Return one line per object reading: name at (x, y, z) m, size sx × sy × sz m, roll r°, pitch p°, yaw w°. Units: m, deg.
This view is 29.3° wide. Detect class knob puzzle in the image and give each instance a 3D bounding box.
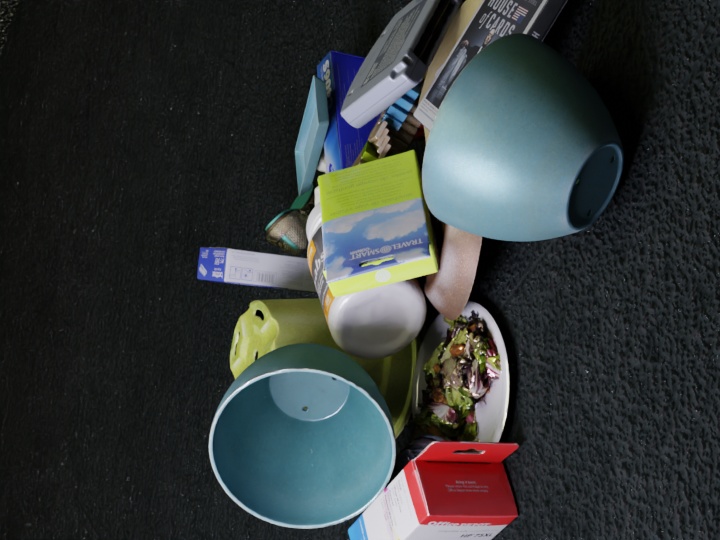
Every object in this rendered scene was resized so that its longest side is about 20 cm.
knob puzzle at (0.135, -0.237, 1.550) m, size 0.220 × 0.030 × 0.222 m, roll -43°, pitch 33°, yaw 37°

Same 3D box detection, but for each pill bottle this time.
pill bottle at (0.000, 0.000, 1.603) m, size 0.201 × 0.115 × 0.117 m, roll -112°, pitch 39°, yaw -52°

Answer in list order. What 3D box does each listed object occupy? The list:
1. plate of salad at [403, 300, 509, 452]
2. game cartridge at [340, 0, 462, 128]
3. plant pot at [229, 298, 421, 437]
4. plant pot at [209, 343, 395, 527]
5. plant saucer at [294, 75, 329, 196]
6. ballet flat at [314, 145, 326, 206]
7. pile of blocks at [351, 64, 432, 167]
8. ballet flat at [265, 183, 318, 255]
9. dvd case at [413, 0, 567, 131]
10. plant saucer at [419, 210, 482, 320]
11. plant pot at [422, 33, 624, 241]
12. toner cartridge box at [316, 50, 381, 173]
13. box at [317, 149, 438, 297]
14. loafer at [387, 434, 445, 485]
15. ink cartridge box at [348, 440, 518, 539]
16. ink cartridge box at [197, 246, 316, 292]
plate of salad at (0.101, 0.133, 1.527) m, size 0.200 × 0.047 × 0.203 m, roll -25°, pitch 62°, yaw 59°
game cartridge at (0.048, -0.256, 1.618) m, size 0.133 × 0.041 × 0.201 m, roll -37°, pitch 21°, yaw 48°
plant pot at (-0.053, 0.110, 1.677) m, size 0.200 × 0.182 × 0.203 m, roll -25°, pitch 62°, yaw 58°
plant pot at (-0.060, 0.159, 1.513) m, size 0.135 × 0.198 × 0.202 m, roll -87°, pitch 17°, yaw -62°
plant saucer at (-0.063, -0.169, 1.763) m, size 0.200 × 0.019 × 0.071 m, roll 114°, pitch 153°, yaw -65°
ballet flat at (-0.029, -0.118, 1.811) m, size 0.072 × 0.071 × 0.203 m, roll -29°, pitch 58°, yaw 56°
pile of blocks at (0.050, -0.164, 1.632) m, size 0.202 × 0.062 × 0.082 m, roll -61°, pitch 8°, yaw -3°
ballet flat at (-0.074, -0.059, 1.849) m, size 0.068 × 0.075 × 0.200 m, roll -44°, pitch 4°, yaw 19°
dvd case at (0.137, -0.227, 1.469) m, size 0.201 × 0.025 × 0.150 m, roll -59°, pitch 24°, yaw 11°
plant saucer at (0.096, -0.047, 1.526) m, size 0.200 × 0.036 × 0.203 m, roll -174°, pitch 90°, yaw -80°
plant pot at (0.174, -0.109, 1.325) m, size 0.134 × 0.199 × 0.202 m, roll 31°, pitch 113°, yaw 33°
toner cartridge box at (0.001, -0.173, 1.734) m, size 0.043 × 0.094 × 0.203 m, roll -40°, pitch 49°, yaw 53°
box at (0.018, -0.048, 1.518) m, size 0.201 × 0.120 × 0.048 m, roll -96°, pitch -11°, yaw -51°
loafer at (0.049, 0.240, 1.548) m, size 0.072 × 0.063 × 0.200 m, roll 60°, pitch 154°, yaw 7°
ink cartridge box at (0.083, 0.258, 1.456) m, size 0.200 × 0.115 × 0.068 m, roll -54°, pitch 41°, yaw 44°
ink cartridge box at (-0.102, 0.002, 1.775) m, size 0.094 × 0.198 × 0.045 m, roll 4°, pitch 87°, yaw 62°
